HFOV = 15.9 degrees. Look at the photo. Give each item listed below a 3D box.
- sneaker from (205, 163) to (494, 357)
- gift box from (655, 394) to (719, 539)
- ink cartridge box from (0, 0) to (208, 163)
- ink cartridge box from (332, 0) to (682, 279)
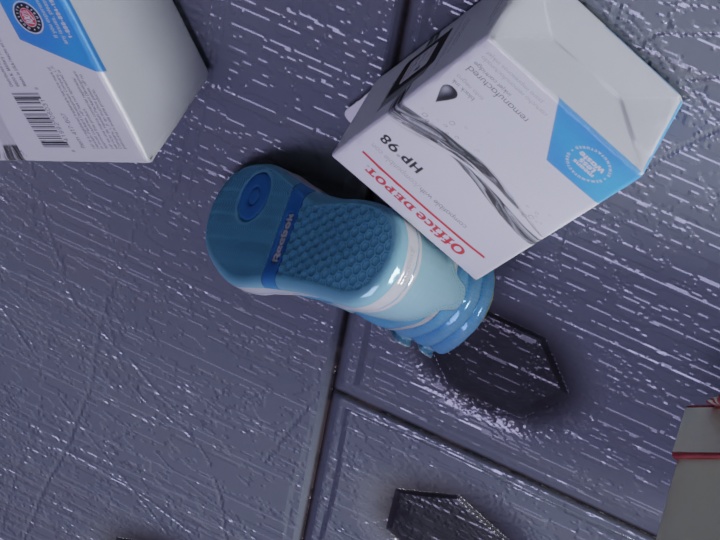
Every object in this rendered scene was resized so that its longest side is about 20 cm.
[{"bbox_3d":[0.000,0.000,1.553,0.130,0.080,0.199,25,179,-38],"label":"sneaker"},{"bbox_3d":[0.271,0.165,1.452,0.183,0.188,0.200,-1,148,38],"label":"gift box"},{"bbox_3d":[-0.212,-0.143,1.527,0.199,0.085,0.147,3,136,33],"label":"ink cartridge box"},{"bbox_3d":[0.068,-0.071,1.427,0.116,0.067,0.200,40,143,-12],"label":"ink cartridge box"}]
